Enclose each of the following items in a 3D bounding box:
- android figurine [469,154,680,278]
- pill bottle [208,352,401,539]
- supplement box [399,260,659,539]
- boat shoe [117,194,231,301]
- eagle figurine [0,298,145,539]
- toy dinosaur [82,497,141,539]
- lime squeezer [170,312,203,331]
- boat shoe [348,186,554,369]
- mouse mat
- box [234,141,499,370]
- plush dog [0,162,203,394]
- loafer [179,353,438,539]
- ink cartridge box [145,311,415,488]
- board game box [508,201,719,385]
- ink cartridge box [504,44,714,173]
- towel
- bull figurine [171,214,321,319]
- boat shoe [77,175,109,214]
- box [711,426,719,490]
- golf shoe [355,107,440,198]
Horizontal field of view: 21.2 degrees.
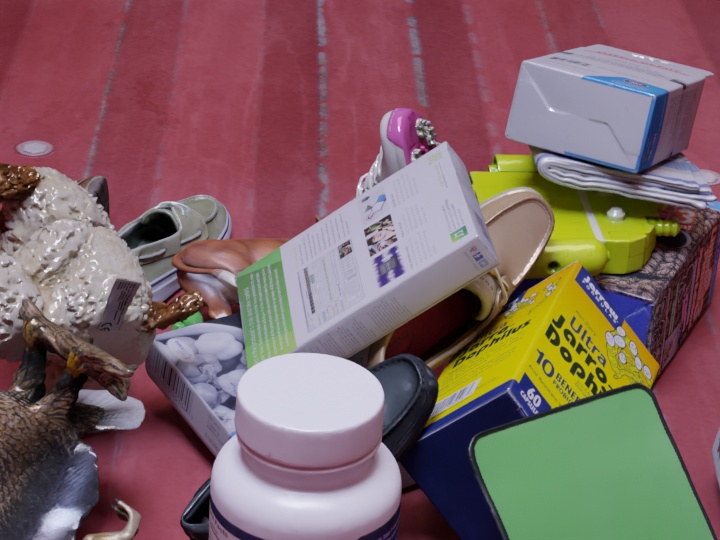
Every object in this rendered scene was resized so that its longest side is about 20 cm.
[{"bbox_3d":[0.156,-0.042,1.561,0.200,0.041,0.182,0,29,-3],"label":"android figurine"},{"bbox_3d":[-0.035,0.159,1.203,0.120,0.200,0.120,3,29,-2],"label":"pill bottle"},{"bbox_3d":[0.124,0.099,1.384,0.109,0.109,0.200,-32,12,31],"label":"supplement box"},{"bbox_3d":[-0.165,-0.026,1.668,0.072,0.062,0.200,13,29,16],"label":"boat shoe"},{"bbox_3d":[-0.243,0.122,1.271,0.151,0.200,0.152,31,-3,-5],"label":"eagle figurine"},{"bbox_3d":[-0.185,0.204,1.274,0.200,0.058,0.101,11,44,29],"label":"toy dinosaur"},{"bbox_3d":[-0.123,0.050,1.561,0.071,0.038,0.200,-8,30,-21],"label":"lime squeezer"},{"bbox_3d":[0.077,0.017,1.426,0.200,0.074,0.069,-45,17,-11],"label":"boat shoe"},{"bbox_3d":[0.167,0.181,1.258,0.161,0.008,0.200,-14,73,-31],"label":"mouse mat"},{"bbox_3d":[0.000,0.000,1.426,0.200,0.036,0.144,-31,31,12],"label":"box"},{"bbox_3d":[-0.217,-0.003,1.421,0.160,0.200,0.172,-27,58,-2],"label":"plush dog"},{"bbox_3d":[-0.034,0.126,1.302,0.201,0.070,0.068,-39,53,2],"label":"loafer"},{"bbox_3d":[-0.029,0.096,1.458,0.200,0.043,0.198,-15,43,-32],"label":"ink cartridge box"},{"bbox_3d":[0.200,0.005,1.622,0.159,0.097,0.200,16,31,20],"label":"board game box"},{"bbox_3d":[0.211,-0.137,1.593,0.116,0.068,0.200,18,17,21],"label":"ink cartridge box"},{"bbox_3d":[0.209,-0.093,1.606,0.147,0.024,0.200,11,16,-3],"label":"towel"},{"bbox_3d":[-0.058,0.007,1.607,0.200,0.065,0.121,-7,32,-35],"label":"bull figurine"},{"bbox_3d":[-0.268,-0.028,1.652,0.072,0.076,0.200,7,27,10],"label":"boat shoe"},{"bbox_3d":[0.359,0.112,1.321,0.171,0.199,0.200,13,28,-3],"label":"box"},{"bbox_3d":[0.029,-0.066,1.654,0.091,0.200,0.075,5,55,16],"label":"golf shoe"}]
